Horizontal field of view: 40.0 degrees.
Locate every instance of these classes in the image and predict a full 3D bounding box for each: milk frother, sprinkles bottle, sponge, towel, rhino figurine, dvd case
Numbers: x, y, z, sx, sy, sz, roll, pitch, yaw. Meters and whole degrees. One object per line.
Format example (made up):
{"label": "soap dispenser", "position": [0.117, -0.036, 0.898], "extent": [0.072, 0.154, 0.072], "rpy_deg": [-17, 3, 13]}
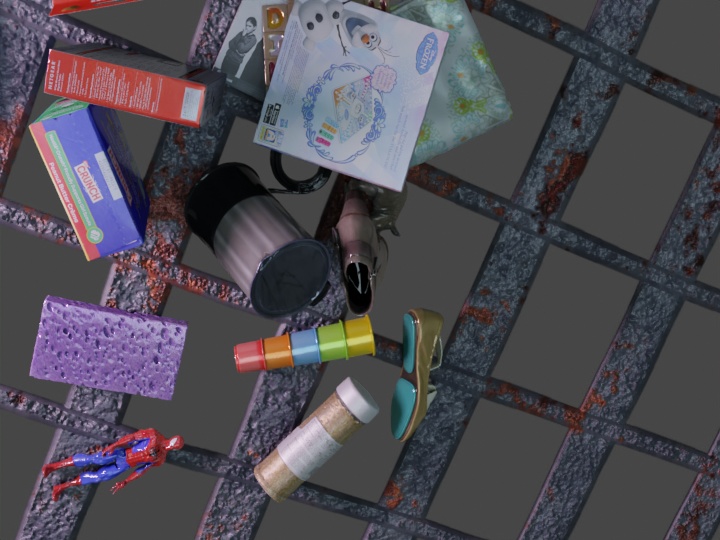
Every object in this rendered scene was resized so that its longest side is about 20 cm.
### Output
{"label": "milk frother", "position": [-0.093, -0.072, 1.265], "extent": [0.179, 0.188, 0.202], "rpy_deg": [11, 116, -47]}
{"label": "sprinkles bottle", "position": [-0.064, 0.245, 1.432], "extent": [0.200, 0.068, 0.068], "rpy_deg": [-44, 109, 4]}
{"label": "sponge", "position": [-0.344, 0.108, 1.360], "extent": [0.196, 0.030, 0.114], "rpy_deg": [12, 104, -13]}
{"label": "towel", "position": [0.090, -0.257, 1.287], "extent": [0.169, 0.048, 0.203], "rpy_deg": [-26, 94, -11]}
{"label": "rhino figurine", "position": [0.022, -0.117, 1.345], "extent": [0.086, 0.060, 0.204], "rpy_deg": [-6, 110, -12]}
{"label": "dvd case", "position": [-0.090, -0.313, 1.284], "extent": [0.148, 0.025, 0.203], "rpy_deg": [24, 100, -16]}

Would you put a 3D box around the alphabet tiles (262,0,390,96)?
{"label": "alphabet tiles", "position": [-0.042, -0.273, 1.252], "extent": [0.163, 0.006, 0.205], "rpy_deg": [-2, 93, 6]}

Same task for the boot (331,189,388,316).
{"label": "boot", "position": [0.000, 0.000, 1.295], "extent": [0.069, 0.148, 0.202], "rpy_deg": [-8, 135, 6]}

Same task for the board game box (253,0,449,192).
{"label": "board game box", "position": [-0.011, -0.224, 1.227], "extent": [0.195, 0.043, 0.204], "rpy_deg": [18, 94, 4]}

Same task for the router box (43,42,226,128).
{"label": "router box", "position": [-0.259, -0.224, 1.175], "extent": [0.176, 0.200, 0.050], "rpy_deg": [13, 104, -4]}

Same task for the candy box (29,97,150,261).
{"label": "candy box", "position": [-0.321, -0.124, 1.204], "extent": [0.076, 0.200, 0.172], "rpy_deg": [-19, 109, -4]}

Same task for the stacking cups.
{"label": "stacking cups", "position": [-0.079, 0.108, 1.392], "extent": [0.196, 0.061, 0.062], "rpy_deg": [-10, 108, -8]}

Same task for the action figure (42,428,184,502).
{"label": "action figure", "position": [-0.345, 0.272, 1.401], "extent": [0.196, 0.052, 0.067], "rpy_deg": [-19, 105, -7]}

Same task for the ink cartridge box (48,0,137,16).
{"label": "ink cartridge box", "position": [-0.280, -0.346, 1.145], "extent": [0.159, 0.200, 0.058], "rpy_deg": [-13, 111, -7]}

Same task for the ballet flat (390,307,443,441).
{"label": "ballet flat", "position": [0.088, 0.154, 1.437], "extent": [0.062, 0.069, 0.204], "rpy_deg": [-1, 108, -24]}
